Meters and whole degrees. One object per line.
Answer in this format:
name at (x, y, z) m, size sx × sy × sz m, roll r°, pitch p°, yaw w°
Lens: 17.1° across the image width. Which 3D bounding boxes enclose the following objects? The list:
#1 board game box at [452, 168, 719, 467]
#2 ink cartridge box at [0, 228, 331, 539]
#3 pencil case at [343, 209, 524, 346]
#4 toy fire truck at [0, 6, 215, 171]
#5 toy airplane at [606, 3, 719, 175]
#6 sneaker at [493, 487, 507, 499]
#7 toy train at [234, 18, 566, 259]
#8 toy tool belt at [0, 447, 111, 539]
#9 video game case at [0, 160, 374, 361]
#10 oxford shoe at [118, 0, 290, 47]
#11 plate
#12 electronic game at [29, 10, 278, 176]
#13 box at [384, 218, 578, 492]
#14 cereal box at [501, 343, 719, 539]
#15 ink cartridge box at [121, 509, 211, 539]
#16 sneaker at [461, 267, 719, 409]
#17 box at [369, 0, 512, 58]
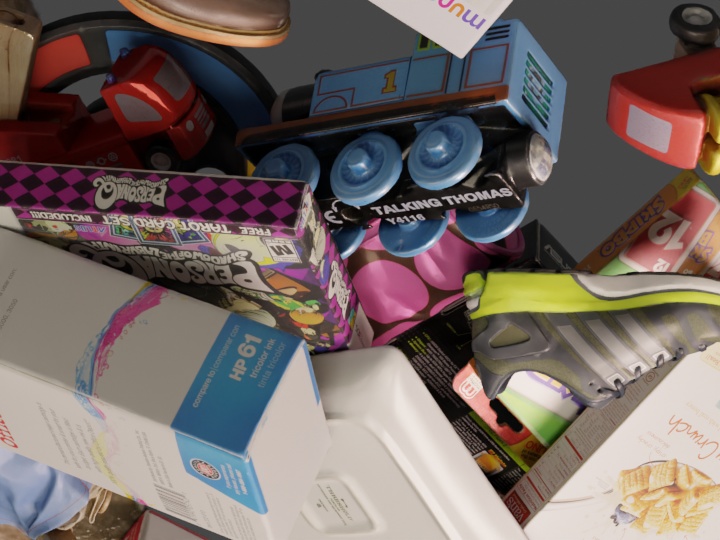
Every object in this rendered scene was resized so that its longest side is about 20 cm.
board game box at (0.158, 0.036, 1.481) m, size 0.200 × 0.030 × 0.096 m, roll -41°, pitch 118°, yaw 7°
ink cartridge box at (-0.128, 0.070, 1.363) m, size 0.199 × 0.085 × 0.145 m, roll 19°, pitch 155°, yaw 15°
pencil case at (0.000, 0.000, 1.475) m, size 0.200 × 0.091 × 0.093 m, roll -35°, pitch 154°, yaw 27°
toy fire truck at (-0.199, -0.103, 1.390) m, size 0.199 × 0.049 × 0.141 m, roll -17°, pitch 120°, yaw 24°
toy airplane at (0.265, -0.077, 1.350) m, size 0.199 × 0.142 × 0.200 m, roll -32°, pitch 120°, yaw 27°
sneaker at (0.052, 0.165, 1.560) m, size 0.198 × 0.071 × 0.076 m, roll 0°, pitch 130°, yaw 8°
toy train at (0.022, -0.073, 1.367) m, size 0.199 × 0.115 × 0.087 m, roll -8°, pitch 146°, yaw 30°
toy tool belt at (-0.254, 0.115, 1.569) m, size 0.199 × 0.123 × 0.125 m, roll 31°, pitch 126°, yaw -19°
video game case at (-0.106, -0.001, 1.388) m, size 0.199 × 0.036 × 0.182 m, roll 5°, pitch 153°, yaw 15°
oxford shoe at (-0.118, -0.192, 1.337) m, size 0.199 × 0.071 × 0.073 m, roll 27°, pitch 122°, yaw -16°
plate at (-0.013, 0.135, 1.475) m, size 0.199 × 0.032 × 0.200 m, roll -8°, pitch 129°, yaw 37°
electronic game at (-0.138, -0.072, 1.456) m, size 0.198 × 0.042 × 0.201 m, roll 3°, pitch 130°, yaw 3°
box at (0.097, 0.084, 1.562) m, size 0.193 × 0.048 × 0.200 m, roll -32°, pitch 120°, yaw 25°
cereal box at (0.199, 0.115, 1.502) m, size 0.144 × 0.040 × 0.200 m, roll 32°, pitch 104°, yaw -38°
ink cartridge box at (-0.147, 0.286, 1.726) m, size 0.145 × 0.084 × 0.200 m, roll 28°, pitch 127°, yaw -17°
sneaker at (0.158, 0.041, 1.406) m, size 0.199 × 0.074 × 0.082 m, roll 2°, pitch 89°, yaw 11°
box at (0.026, -0.244, 1.265) m, size 0.199 × 0.097 × 0.177 m, roll 30°, pitch 124°, yaw -20°
